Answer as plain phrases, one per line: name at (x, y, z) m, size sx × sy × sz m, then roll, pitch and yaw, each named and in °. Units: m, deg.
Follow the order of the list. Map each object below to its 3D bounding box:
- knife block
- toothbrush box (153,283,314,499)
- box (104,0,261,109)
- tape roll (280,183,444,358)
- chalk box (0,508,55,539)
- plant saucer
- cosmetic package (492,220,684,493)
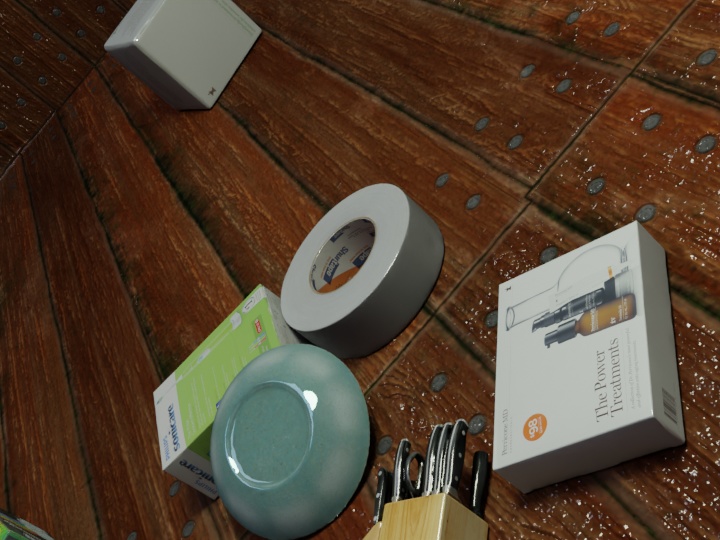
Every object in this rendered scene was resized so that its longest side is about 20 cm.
knife block at (0.068, 0.227, 0.827) m, size 0.176 × 0.064 × 0.200 m, roll -51°, pitch 31°, yaw 2°
toothbrush box at (-0.144, 0.140, 1.177) m, size 0.200 × 0.086 × 0.146 m, roll -44°, pitch 33°, yaw 11°
box at (-0.345, -0.450, 1.956) m, size 0.171 × 0.199 × 0.201 m, roll 13°, pitch 67°, yaw 56°
tape roll at (0.000, 0.000, 1.157) m, size 0.200 × 0.066 × 0.201 m, roll -34°, pitch 34°, yaw 27°
chalk box at (-0.441, 0.392, 1.264) m, size 0.199 × 0.125 × 0.125 m, roll 8°, pitch 63°, yaw 57°
plant saucer at (-0.085, 0.171, 1.029) m, size 0.199 × 0.039 × 0.203 m, roll -10°, pitch 70°, yaw 27°
cosmetic package at (0.187, 0.072, 0.851) m, size 0.150 × 0.052 × 0.201 m, roll -30°, pitch 37°, yaw 36°
